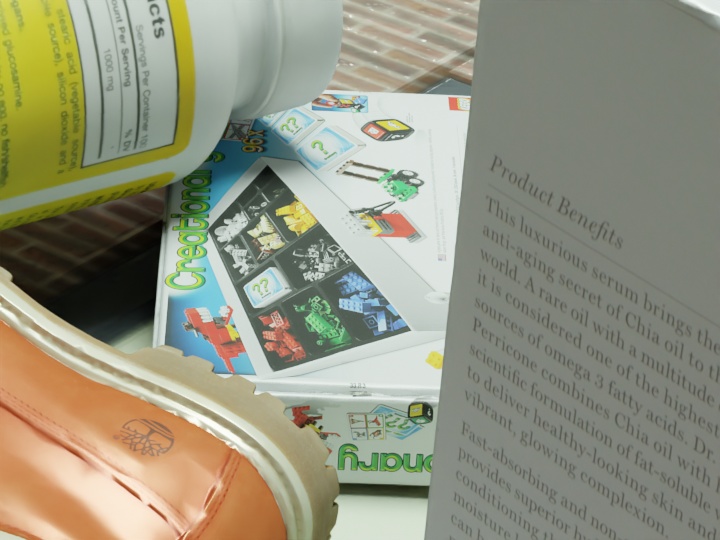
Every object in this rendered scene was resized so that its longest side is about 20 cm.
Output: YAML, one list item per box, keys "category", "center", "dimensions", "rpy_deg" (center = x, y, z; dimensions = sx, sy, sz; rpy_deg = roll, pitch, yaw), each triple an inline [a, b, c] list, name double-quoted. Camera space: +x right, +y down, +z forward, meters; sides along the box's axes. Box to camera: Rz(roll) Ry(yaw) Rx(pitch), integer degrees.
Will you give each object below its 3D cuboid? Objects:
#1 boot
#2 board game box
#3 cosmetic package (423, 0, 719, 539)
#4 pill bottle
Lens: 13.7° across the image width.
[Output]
- category: "boot"
  center: [-0.117, 0.052, 0.792]
  dimensions: [0.199, 0.075, 0.107]
  rpy_deg: [19, 37, 22]
- category: "board game box"
  center: [0.000, 0.000, 0.935]
  dimensions: [0.125, 0.035, 0.200]
  rpy_deg: [2, 29, -2]
- category: "cosmetic package"
  center: [0.071, 0.033, 0.555]
  dimensions: [0.071, 0.201, 0.101]
  rpy_deg: [-19, 38, -35]
- category: "pill bottle"
  center: [-0.111, -0.070, 0.911]
  dimensions: [0.199, 0.113, 0.112]
  rpy_deg: [-16, 35, -28]
